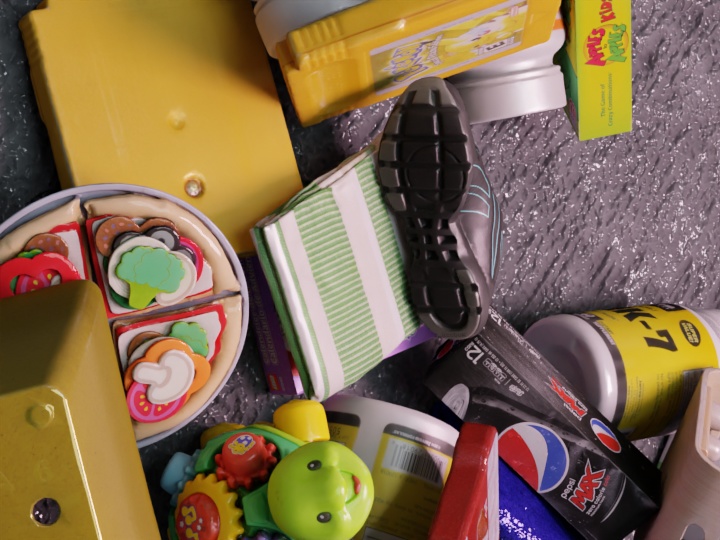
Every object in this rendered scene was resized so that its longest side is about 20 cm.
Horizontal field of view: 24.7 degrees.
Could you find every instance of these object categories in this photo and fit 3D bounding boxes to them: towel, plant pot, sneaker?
[{"bbox_3d":[0.144,0.190,1.314,0.200,0.148,0.050,38,106,-27],"label":"towel"},{"bbox_3d":[0.003,-0.011,1.204,0.200,0.023,0.153,-40,120,-45],"label":"towel"},{"bbox_3d":[-0.225,0.132,0.958,0.199,0.176,0.201,-14,99,-9],"label":"plant pot"},{"bbox_3d":[0.064,-0.051,1.218,0.079,0.075,0.201,-45,133,-54],"label":"sneaker"}]

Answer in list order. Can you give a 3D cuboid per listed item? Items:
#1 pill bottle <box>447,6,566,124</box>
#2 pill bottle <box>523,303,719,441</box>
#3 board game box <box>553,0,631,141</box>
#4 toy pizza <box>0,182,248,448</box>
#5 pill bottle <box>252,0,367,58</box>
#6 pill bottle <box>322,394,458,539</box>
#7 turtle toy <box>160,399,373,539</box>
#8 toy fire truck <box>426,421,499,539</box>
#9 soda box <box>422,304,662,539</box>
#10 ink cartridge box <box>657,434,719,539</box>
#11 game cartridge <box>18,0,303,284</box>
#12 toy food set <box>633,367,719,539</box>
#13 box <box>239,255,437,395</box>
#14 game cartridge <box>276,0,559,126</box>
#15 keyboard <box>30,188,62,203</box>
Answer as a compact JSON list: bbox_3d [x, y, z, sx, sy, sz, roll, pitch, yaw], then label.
[{"bbox_3d":[0.100,-0.221,1.306,0.114,0.114,0.201,-16,98,-37],"label":"pill bottle"},{"bbox_3d":[0.237,0.087,1.404,0.199,0.114,0.115,-5,91,-38],"label":"pill bottle"},{"bbox_3d":[0.182,-0.217,1.326,0.047,0.102,0.200,-11,129,-3],"label":"board game box"},{"bbox_3d":[-0.168,0.039,1.082,0.199,0.032,0.201,-8,116,-16],"label":"toy pizza"},{"bbox_3d":[-0.054,-0.260,1.159,0.113,0.113,0.201,-16,82,-37],"label":"pill bottle"},{"bbox_3d":[-0.001,0.202,1.216,0.111,0.111,0.201,27,73,-34],"label":"pill bottle"},{"bbox_3d":[-0.063,0.163,1.117,0.101,0.200,0.146,3,71,-49],"label":"turtle toy"},{"bbox_3d":[0.073,0.229,1.146,0.168,0.112,0.201,-62,152,-54],"label":"toy fire truck"},{"bbox_3d":[0.144,0.123,1.282,0.200,0.063,0.071,44,22,-4],"label":"soda box"},{"bbox_3d":[0.363,0.167,1.517,0.146,0.084,0.200,39,66,-31],"label":"ink cartridge box"},{"bbox_3d":[-0.134,-0.100,1.149,0.176,0.032,0.201,-12,83,-33],"label":"game cartridge"},{"bbox_3d":[0.267,0.179,1.302,0.200,0.060,0.144,-53,164,-66],"label":"toy food set"},{"bbox_3d":[0.000,0.000,1.269,0.200,0.039,0.137,-20,100,-37],"label":"box"},{"bbox_3d":[0.043,-0.162,1.156,0.199,0.176,0.033,-22,82,-1],"label":"game cartridge"},{"bbox_3d":[-0.176,-0.010,1.144,0.200,0.021,0.128,-20,101,-38],"label":"keyboard"}]
